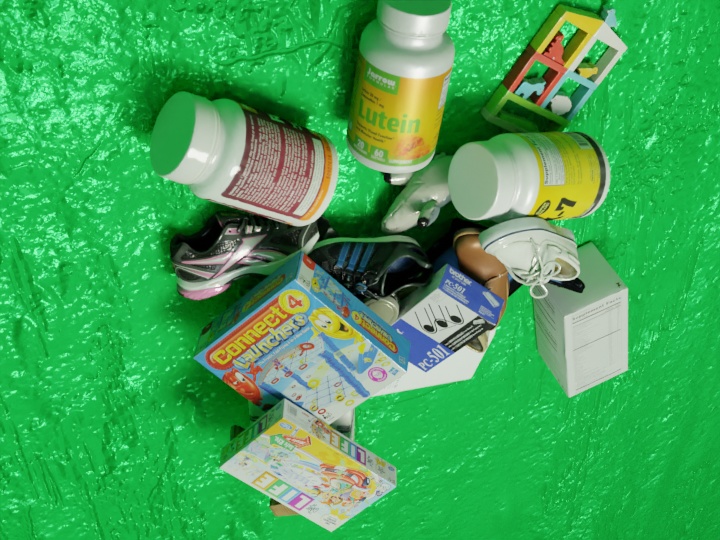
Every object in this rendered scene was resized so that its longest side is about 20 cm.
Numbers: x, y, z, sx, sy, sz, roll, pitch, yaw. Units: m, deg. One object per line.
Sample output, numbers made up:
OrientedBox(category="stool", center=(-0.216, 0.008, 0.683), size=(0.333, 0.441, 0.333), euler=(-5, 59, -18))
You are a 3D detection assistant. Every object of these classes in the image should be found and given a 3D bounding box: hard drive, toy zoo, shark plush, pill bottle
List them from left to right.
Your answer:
OrientedBox(category="pill bottle", center=(-0.132, -0.128, 1.318), size=(0.198, 0.115, 0.115), euler=(16, 121, -39))
OrientedBox(category="pill bottle", center=(0.048, -0.224, 1.333), size=(0.110, 0.112, 0.202), euler=(-10, 133, -22))
OrientedBox(category="hard drive", center=(0.094, 0.135, 1.741), size=(0.197, 0.026, 0.133), euler=(-8, 143, -23))
OrientedBox(category="shark plush", center=(0.106, -0.121, 1.526), size=(0.200, 0.091, 0.084), euler=(-44, 161, -17))
OrientedBox(category="pill bottle", center=(0.214, -0.118, 1.474), size=(0.198, 0.115, 0.115), euler=(-6, 133, -37))
OrientedBox(category="toy zoo", center=(0.259, -0.258, 1.488), size=(0.130, 0.021, 0.201), euler=(16, 120, -39))

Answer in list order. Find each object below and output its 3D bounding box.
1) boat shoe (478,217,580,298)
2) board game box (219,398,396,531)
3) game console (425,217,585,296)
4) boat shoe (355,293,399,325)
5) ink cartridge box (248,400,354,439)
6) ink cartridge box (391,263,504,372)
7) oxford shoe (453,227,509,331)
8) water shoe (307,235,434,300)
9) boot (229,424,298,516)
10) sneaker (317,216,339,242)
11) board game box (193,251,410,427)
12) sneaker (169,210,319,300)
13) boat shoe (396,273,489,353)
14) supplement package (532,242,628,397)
OrientedBox(category="boat shoe", center=(0.224, -0.010, 1.473), size=(0.074, 0.087, 0.201), euler=(-27, 159, 30))
OrientedBox(category="board game box", center=(-0.068, 0.260, 1.525), size=(0.199, 0.034, 0.134), euler=(35, 123, -26))
OrientedBox(category="game console", center=(0.189, 0.018, 1.642), size=(0.199, 0.175, 0.118), euler=(28, 84, -44))
OrientedBox(category="boat shoe", center=(-0.009, 0.071, 1.605), size=(0.074, 0.067, 0.200), euler=(24, 137, -14))
OrientedBox(category="ink cartridge box", center=(-0.080, 0.197, 1.632), size=(0.143, 0.085, 0.202), euler=(5, 133, 3))
OrientedBox(category="ink cartridge box", center=(0.102, 0.067, 1.553), size=(0.093, 0.045, 0.200), euler=(32, 148, -10))
OrientedBox(category="oxford shoe", center=(0.165, 0.014, 1.536), size=(0.070, 0.072, 0.201), euler=(-2, 147, 18))
OrientedBox(category="water shoe", center=(0.000, 0.000, 1.472), size=(0.197, 0.079, 0.072), euler=(-14, 123, -22))
OrientedBox(category="boot", center=(-0.084, 0.268, 1.600), size=(0.142, 0.071, 0.202), euler=(-15, 131, 15))
OrientedBox(category="sneaker", center=(-0.093, 0.027, 1.528), size=(0.199, 0.060, 0.104), euler=(-40, 136, 4))
OrientedBox(category="board game box", center=(-0.074, 0.101, 1.456), size=(0.195, 0.056, 0.199), euler=(39, 123, -22))
OrientedBox(category="sneaker", center=(-0.144, -0.039, 1.425), size=(0.198, 0.080, 0.087), euler=(-27, 128, -13))
OrientedBox(category="boat shoe", center=(0.117, 0.058, 1.635), size=(0.073, 0.064, 0.200), euler=(-17, 148, 35))
OrientedBox(category="supplement package", center=(0.339, 0.077, 1.780), size=(0.112, 0.110, 0.201), euler=(-23, 137, -9))
